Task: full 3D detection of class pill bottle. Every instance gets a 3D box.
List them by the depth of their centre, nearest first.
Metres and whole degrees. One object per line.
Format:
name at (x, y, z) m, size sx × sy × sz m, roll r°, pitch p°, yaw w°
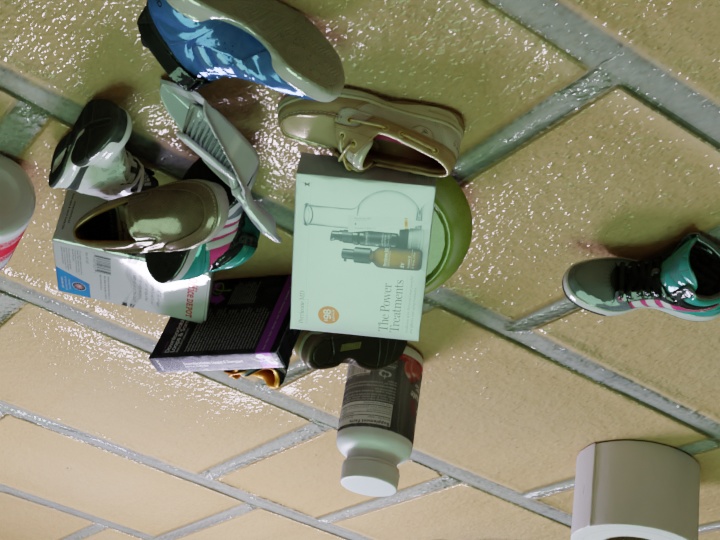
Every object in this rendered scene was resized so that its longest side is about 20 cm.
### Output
pill bottle at (-0.479, -0.056, 1.525) m, size 0.111 × 0.114 × 0.200 m, roll 21°, pitch 150°, yaw -19°
pill bottle at (0.025, 0.211, 1.735) m, size 0.109 × 0.202 × 0.111 m, roll 8°, pitch 153°, yaw 4°

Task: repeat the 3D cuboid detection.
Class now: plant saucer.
plant saucer at (0.027, -0.041, 1.368) m, size 0.197 × 0.031 × 0.202 m, roll 2°, pitch 123°, yaw 4°

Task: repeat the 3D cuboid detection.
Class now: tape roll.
tape roll at (0.439, 0.375, 1.953) m, size 0.200 × 0.141 × 0.203 m, roll 8°, pitch 152°, yaw 4°

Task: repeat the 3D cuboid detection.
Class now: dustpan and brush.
dustpan and brush at (-0.137, -0.107, 1.281) m, size 0.200 × 0.057 × 0.139 m, roll 42°, pitch 173°, yaw -30°

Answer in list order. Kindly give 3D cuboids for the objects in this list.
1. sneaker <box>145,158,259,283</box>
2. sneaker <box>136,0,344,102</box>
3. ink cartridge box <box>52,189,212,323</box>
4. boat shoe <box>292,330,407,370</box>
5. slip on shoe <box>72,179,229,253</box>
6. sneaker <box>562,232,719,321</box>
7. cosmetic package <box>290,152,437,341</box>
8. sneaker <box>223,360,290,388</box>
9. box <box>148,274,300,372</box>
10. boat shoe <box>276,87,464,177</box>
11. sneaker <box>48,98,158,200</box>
sneaker at (-0.154, -0.067, 1.419) m, size 0.200 × 0.084 × 0.120 m, roll -49°, pitch 160°, yaw 27°
sneaker at (-0.118, -0.206, 1.165) m, size 0.198 × 0.078 × 0.111 m, roll 28°, pitch 141°, yaw -20°
ink cartridge box at (-0.281, -0.018, 1.552) m, size 0.197 × 0.085 × 0.146 m, roll 13°, pitch 151°, yaw -5°
boat shoe at (-0.020, 0.088, 1.647) m, size 0.076 × 0.073 × 0.199 m, roll 29°, pitch -165°, yaw 40°
slip on shoe at (-0.234, -0.057, 1.354) m, size 0.198 × 0.077 × 0.060 m, roll -3°, pitch -175°, yaw 33°
sneaker at (0.337, 0.007, 1.383) m, size 0.197 × 0.085 × 0.121 m, roll 5°, pitch 157°, yaw -5°
cosmetic package at (0.001, -0.023, 1.334) m, size 0.148 × 0.052 × 0.202 m, roll 6°, pitch 123°, yaw 4°
sneaker at (-0.179, 0.114, 1.731) m, size 0.198 × 0.078 × 0.078 m, roll 15°, pitch 159°, yaw -31°
box at (-0.167, 0.069, 1.608) m, size 0.197 × 0.144 × 0.036 m, roll -3°, pitch 132°, yaw 25°
boat shoe at (0.006, -0.136, 1.257) m, size 0.197 × 0.070 × 0.074 m, roll 7°, pitch 151°, yaw 7°
sneaker at (-0.269, -0.130, 1.382) m, size 0.114 × 0.077 × 0.200 m, roll 16°, pitch 160°, yaw -27°
